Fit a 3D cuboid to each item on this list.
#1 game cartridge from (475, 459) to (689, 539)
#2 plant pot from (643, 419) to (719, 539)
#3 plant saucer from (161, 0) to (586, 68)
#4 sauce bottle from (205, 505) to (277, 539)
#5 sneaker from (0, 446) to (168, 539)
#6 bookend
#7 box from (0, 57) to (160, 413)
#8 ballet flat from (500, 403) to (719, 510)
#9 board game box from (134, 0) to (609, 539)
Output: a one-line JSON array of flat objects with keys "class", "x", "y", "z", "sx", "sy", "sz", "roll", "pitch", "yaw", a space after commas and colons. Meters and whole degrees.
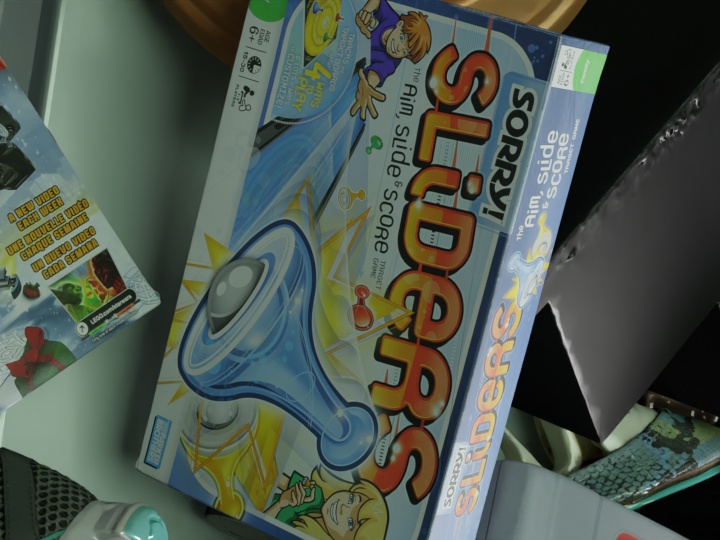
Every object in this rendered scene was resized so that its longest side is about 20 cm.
[{"class": "game cartridge", "x": 0.112, "y": 0.172, "z": 0.819, "sx": 0.200, "sy": 0.041, "sz": 0.133, "roll": 28, "pitch": 68, "yaw": -35}, {"class": "plant pot", "x": 0.288, "y": 0.127, "z": 0.932, "sx": 0.200, "sy": 0.177, "sz": 0.200, "roll": -39, "pitch": 105, "yaw": -28}, {"class": "plant saucer", "x": 0.005, "y": -0.162, "z": 0.804, "sx": 0.199, "sy": 0.037, "sz": 0.201, "roll": 1, "pitch": 71, "yaw": -2}, {"class": "sauce bottle", "x": -0.008, "y": 0.015, "z": 0.821, "sx": 0.065, "sy": 0.065, "sz": 0.200, "roll": 27, "pitch": 71, "yaw": -27}, {"class": "sneaker", "x": -0.151, "y": 0.146, "z": 0.682, "sx": 0.091, "sy": 0.078, "sz": 0.200, "roll": 32, "pitch": 81, "yaw": 18}, {"class": "bookend", "x": 0.112, "y": 0.000, "z": 0.841, "sx": 0.199, "sy": 0.092, "sz": 0.200, "roll": -48, "pitch": 136, "yaw": -24}, {"class": "box", "x": -0.183, "y": 0.007, "z": 0.703, "sx": 0.200, "sy": 0.040, "sz": 0.137, "roll": -36, "pitch": 96, "yaw": -36}, {"class": "ballet flat", "x": 0.080, "y": 0.087, "z": 0.870, "sx": 0.200, "sy": 0.074, "sz": 0.074, "roll": -22, "pitch": 97, "yaw": -34}, {"class": "board game box", "x": 0.000, "y": 0.000, "z": 0.725, "sx": 0.034, "sy": 0.135, "sz": 0.201, "roll": 2, "pitch": 105, "yaw": -54}]
